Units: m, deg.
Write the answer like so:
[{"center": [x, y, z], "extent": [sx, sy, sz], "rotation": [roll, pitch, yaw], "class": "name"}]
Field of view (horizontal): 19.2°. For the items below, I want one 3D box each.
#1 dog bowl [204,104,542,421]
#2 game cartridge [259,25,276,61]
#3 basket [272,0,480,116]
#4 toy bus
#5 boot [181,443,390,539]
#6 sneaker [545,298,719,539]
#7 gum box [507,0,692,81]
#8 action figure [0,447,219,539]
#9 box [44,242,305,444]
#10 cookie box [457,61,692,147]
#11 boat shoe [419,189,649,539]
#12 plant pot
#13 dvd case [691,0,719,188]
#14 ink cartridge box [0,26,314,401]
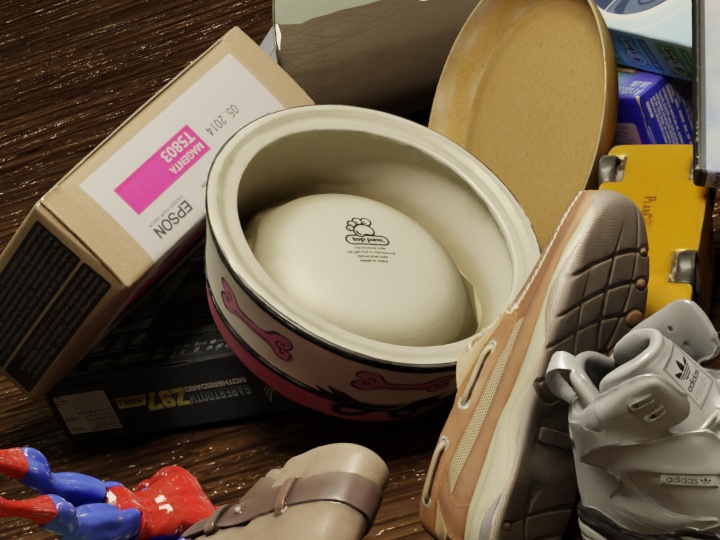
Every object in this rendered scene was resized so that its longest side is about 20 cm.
[{"center": [0.000, 0.000, 1.210], "extent": [0.200, 0.074, 0.200], "rotation": [12, 45, -12], "class": "dog bowl"}, {"center": [-0.010, -0.209, 1.767], "extent": [0.130, 0.038, 0.200], "rotation": [-7, 30, 22], "class": "game cartridge"}, {"center": [0.053, -0.190, 1.569], "extent": [0.200, 0.136, 0.180], "rotation": [-10, 44, 16], "class": "basket"}, {"center": [0.157, 0.005, 1.160], "extent": [0.065, 0.078, 0.200], "rotation": [-1, 31, 15], "class": "toy bus"}, {"center": [-0.029, 0.149, 1.034], "extent": [0.200, 0.070, 0.146], "rotation": [-6, 42, 51], "class": "boot"}, {"center": [0.179, 0.077, 0.970], "extent": [0.200, 0.115, 0.075], "rotation": [-6, 31, 32], "class": "sneaker"}, {"center": [0.208, -0.203, 1.335], "extent": [0.200, 0.045, 0.170], "rotation": [22, 69, 49], "class": "gum box"}, {"center": [-0.148, 0.142, 1.109], "extent": [0.099, 0.200, 0.065], "rotation": [-51, 54, 22], "class": "action figure"}, {"center": [-0.081, 0.034, 1.339], "extent": [0.200, 0.051, 0.158], "rotation": [-10, 29, 26], "class": "box"}, {"center": [0.188, -0.140, 1.421], "extent": [0.171, 0.075, 0.200], "rotation": [8, 39, 46], "class": "cookie box"}, {"center": [0.080, 0.051, 1.049], "extent": [0.072, 0.076, 0.200], "rotation": [18, 83, 43], "class": "boat shoe"}, {"center": [0.102, -0.087, 1.312], "extent": [0.027, 0.200, 0.200], "rotation": [10, 11, -29], "class": "plant pot"}, {"center": [0.285, -0.099, 1.188], "extent": [0.200, 0.018, 0.143], "rotation": [4, 55, 3], "class": "dvd case"}, {"center": [-0.136, -0.033, 1.289], "extent": [0.200, 0.075, 0.165], "rotation": [-47, 1, -38], "class": "ink cartridge box"}]
